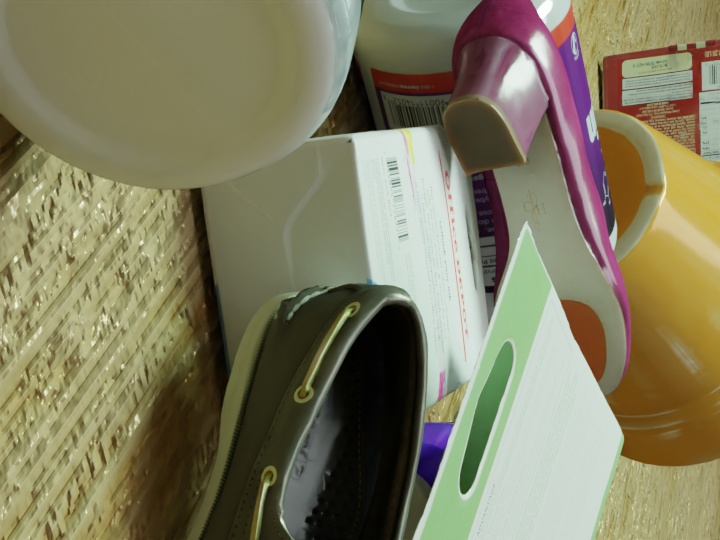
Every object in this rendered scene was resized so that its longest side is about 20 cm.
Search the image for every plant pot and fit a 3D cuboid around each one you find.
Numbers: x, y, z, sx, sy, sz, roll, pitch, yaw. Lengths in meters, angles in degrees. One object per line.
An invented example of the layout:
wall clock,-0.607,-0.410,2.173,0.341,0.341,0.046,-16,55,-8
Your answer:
plant pot,0.175,-0.003,1.322,0.183,0.199,0.202,39,44,-45

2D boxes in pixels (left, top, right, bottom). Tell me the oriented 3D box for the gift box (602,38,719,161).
gift box,0.316,-0.100,1.826,0.187,0.183,0.201,52,41,-58

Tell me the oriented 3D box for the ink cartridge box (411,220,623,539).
ink cartridge box,0.051,0.087,0.849,0.146,0.048,0.200,-69,151,-23

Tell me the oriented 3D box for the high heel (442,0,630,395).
high heel,0.093,-0.035,0.981,0.096,0.067,0.201,-68,147,-43

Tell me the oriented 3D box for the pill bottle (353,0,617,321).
pill bottle,0.068,-0.056,1.066,0.113,0.112,0.201,-72,151,-55

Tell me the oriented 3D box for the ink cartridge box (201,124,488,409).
ink cartridge box,0.000,0.000,0.885,0.200,0.067,0.116,-18,101,-74

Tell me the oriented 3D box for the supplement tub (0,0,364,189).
supplement tub,-0.050,-0.132,0.667,0.201,0.122,0.123,-78,156,-46

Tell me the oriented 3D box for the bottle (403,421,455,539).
bottle,0.037,0.112,0.974,0.200,0.065,0.084,13,76,-73

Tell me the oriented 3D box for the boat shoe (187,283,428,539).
boat shoe,-0.020,0.100,0.721,0.072,0.060,0.203,24,67,-34
